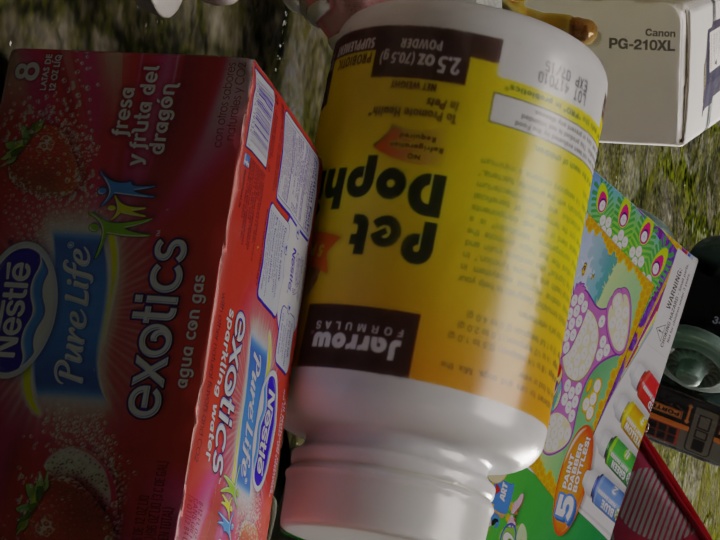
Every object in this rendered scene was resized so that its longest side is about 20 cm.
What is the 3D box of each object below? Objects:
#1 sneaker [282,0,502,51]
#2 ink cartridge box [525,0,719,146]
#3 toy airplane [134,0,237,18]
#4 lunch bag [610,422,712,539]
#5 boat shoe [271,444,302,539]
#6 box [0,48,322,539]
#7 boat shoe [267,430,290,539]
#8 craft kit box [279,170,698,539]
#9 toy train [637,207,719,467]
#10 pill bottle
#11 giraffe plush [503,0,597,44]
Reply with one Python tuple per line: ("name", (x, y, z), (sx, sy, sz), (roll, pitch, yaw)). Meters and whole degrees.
("sneaker", (0.009, -0.103, 1.202), (0.075, 0.104, 0.202), (20, 69, -76))
("ink cartridge box", (0.141, -0.128, 1.597), (0.200, 0.144, 0.085), (-29, 121, -71))
("toy airplane", (-0.030, -0.186, 0.990), (0.200, 0.140, 0.200), (-52, 143, -64))
("lunch bag", (0.068, 0.154, 1.293), (0.082, 0.199, 0.177), (72, -9, -51))
("boat shoe", (0.013, 0.108, 1.230), (0.200, 0.070, 0.072), (-30, 146, -31))
("box", (-0.081, 0.033, 0.940), (0.100, 0.095, 0.201), (52, 44, -67))
("boat shoe", (-0.066, 0.101, 1.046), (0.200, 0.071, 0.063), (-65, 170, -65))
("craft kit box", (0.062, 0.049, 1.160), (0.197, 0.048, 0.201), (32, 72, -50))
("toy train", (0.121, 0.025, 1.328), (0.114, 0.199, 0.085), (95, 18, -54))
("pill bottle", (0.026, 0.006, 1.018), (0.109, 0.109, 0.201), (46, 53, -69))
("giraffe plush", (0.075, -0.228, 1.383), (0.200, 0.172, 0.162), (-55, 148, -4))
